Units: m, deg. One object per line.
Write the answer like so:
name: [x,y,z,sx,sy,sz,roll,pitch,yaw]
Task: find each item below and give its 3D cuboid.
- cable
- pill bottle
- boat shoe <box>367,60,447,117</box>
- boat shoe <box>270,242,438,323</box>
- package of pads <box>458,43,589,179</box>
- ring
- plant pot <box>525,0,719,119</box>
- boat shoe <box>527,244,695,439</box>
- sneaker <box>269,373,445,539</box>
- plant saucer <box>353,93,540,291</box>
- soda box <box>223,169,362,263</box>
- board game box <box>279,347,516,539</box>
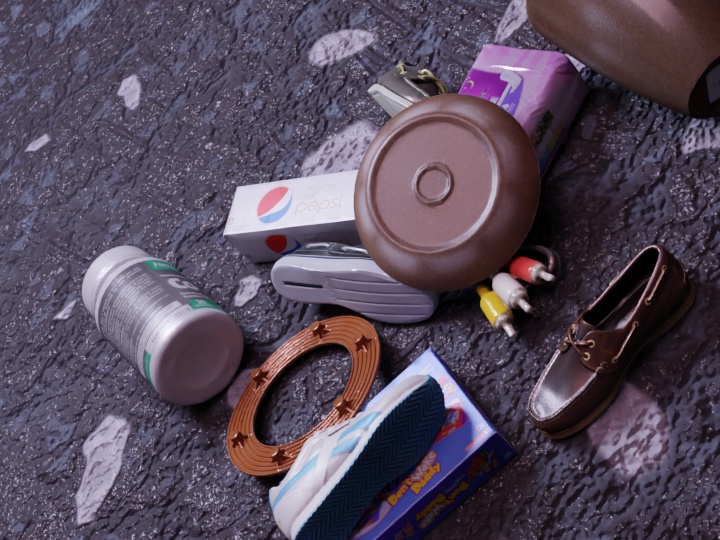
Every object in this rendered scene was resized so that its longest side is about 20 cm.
cable: [0.122,-0.008,1.582,0.097,0.050,0.200,-52,45,-2]
pill bottle: [-0.223,0.055,1.753,0.113,0.113,0.200,-49,44,-4]
boat shoe: [0.057,-0.190,1.710,0.060,0.072,0.202,-44,15,1]
boat shoe: [0.000,0.000,1.654,0.199,0.072,0.071,11,45,31]
package of pads: [0.139,-0.133,1.644,0.120,0.076,0.201,14,68,41]
ring: [-0.062,0.122,1.616,0.200,0.019,0.201,-30,33,22]
plant pot: [0.294,-0.247,1.556,0.187,0.187,0.200,-42,58,4]
boat shoe: [0.218,0.061,1.447,0.200,0.070,0.070,-50,45,-3]
sneaker: [-0.006,0.166,1.469,0.200,0.077,0.081,-46,41,-3]
plant saucer: [0.077,-0.081,1.565,0.199,0.037,0.202,-5,77,23]
soda box: [-0.051,-0.059,1.743,0.199,0.064,0.069,-6,56,35]
board game box: [0.033,0.188,1.510,0.200,0.045,0.135,-42,44,4]
